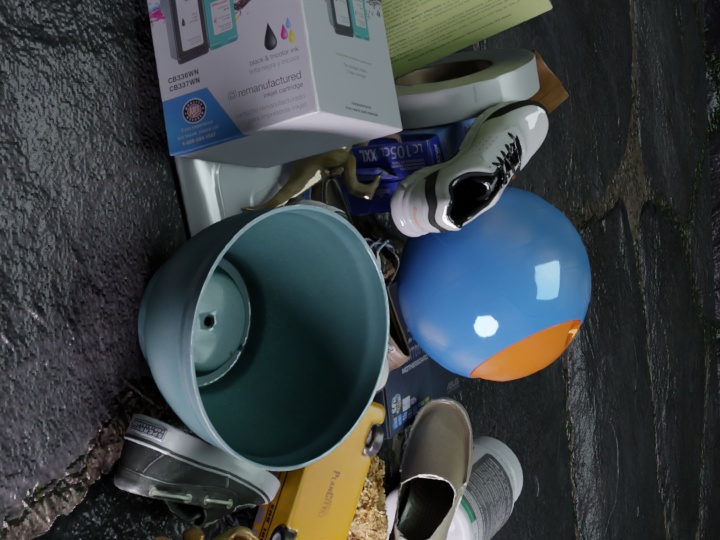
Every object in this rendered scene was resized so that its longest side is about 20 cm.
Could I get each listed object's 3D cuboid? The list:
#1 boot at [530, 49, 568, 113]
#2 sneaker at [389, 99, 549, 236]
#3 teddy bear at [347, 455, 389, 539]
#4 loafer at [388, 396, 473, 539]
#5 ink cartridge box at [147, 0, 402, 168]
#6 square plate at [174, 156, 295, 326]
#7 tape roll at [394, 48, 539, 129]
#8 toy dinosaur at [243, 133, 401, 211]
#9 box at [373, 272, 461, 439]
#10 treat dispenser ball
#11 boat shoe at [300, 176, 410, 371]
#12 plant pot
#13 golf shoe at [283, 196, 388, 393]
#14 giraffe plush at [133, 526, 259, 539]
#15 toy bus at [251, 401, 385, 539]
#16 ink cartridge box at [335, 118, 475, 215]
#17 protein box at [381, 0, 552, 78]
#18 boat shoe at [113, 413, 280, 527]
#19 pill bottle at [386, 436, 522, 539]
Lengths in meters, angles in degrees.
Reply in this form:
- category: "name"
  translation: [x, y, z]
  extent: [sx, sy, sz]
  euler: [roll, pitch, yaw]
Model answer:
- category: "boot"
  translation: [0.159, -0.150, 1.472]
  extent: [0.200, 0.069, 0.188]
  euler: [-43, 144, 2]
- category: "sneaker"
  translation: [0.122, -0.094, 1.193]
  extent: [0.200, 0.080, 0.074]
  euler: [-42, 117, -25]
- category: "teddy bear"
  translation: [0.004, 0.241, 1.193]
  extent: [0.145, 0.066, 0.202]
  euler: [-102, -169, -62]
- category: "loafer"
  translation: [0.076, 0.216, 1.289]
  extent: [0.068, 0.075, 0.201]
  euler: [96, 6, -60]
- category: "ink cartridge box"
  translation: [-0.074, -0.202, 1.030]
  extent: [0.146, 0.146, 0.202]
  euler: [0, 79, -61]
- category: "square plate"
  translation: [-0.091, -0.049, 1.145]
  extent: [0.200, 0.028, 0.200]
  euler: [-37, 120, -58]
- category: "tape roll"
  translation: [0.089, -0.193, 1.320]
  extent: [0.203, 0.201, 0.037]
  euler: [-42, 125, -56]
- category: "toy dinosaur"
  translation: [-0.028, -0.102, 1.157]
  extent: [0.201, 0.101, 0.058]
  euler: [-61, 178, -26]
- category: "box"
  translation: [0.046, 0.082, 1.381]
  extent: [0.200, 0.051, 0.159]
  euler: [-20, 105, -61]
- category: "treat dispenser ball"
  translation: [0.137, 0.013, 1.293]
  extent: [0.200, 0.199, 0.203]
  euler: [7, 82, -62]
- category: "boat shoe"
  translation: [0.000, 0.000, 1.187]
  extent: [0.072, 0.072, 0.202]
  euler: [-27, 101, -66]
- category: "plant pot"
  translation: [-0.092, 0.046, 0.992]
  extent: [0.199, 0.134, 0.202]
  euler: [-5, 98, -43]
- category: "golf shoe"
  translation: [-0.014, 0.030, 1.087]
  extent: [0.078, 0.094, 0.201]
  euler: [-44, 118, -34]
- category: "giraffe plush"
  translation: [-0.121, 0.276, 0.918]
  extent: [0.172, 0.199, 0.164]
  euler: [-6, 88, -38]
- category: "toy bus"
  translation: [-0.045, 0.203, 1.101]
  extent: [0.065, 0.078, 0.202]
  euler: [20, 84, -27]
- category: "ink cartridge box"
  translation: [0.041, -0.111, 1.290]
  extent: [0.200, 0.135, 0.077]
  euler: [-42, 124, -57]
- category: "protein box"
  translation: [0.055, -0.324, 1.234]
  extent: [0.200, 0.197, 0.136]
  euler: [43, 30, -54]
- category: "boat shoe"
  translation: [-0.134, 0.170, 1.012]
  extent: [0.200, 0.070, 0.064]
  euler: [39, 68, -56]
- category: "pill bottle"
  translation: [0.109, 0.263, 1.424]
  extent: [0.200, 0.112, 0.114]
  euler: [-23, 108, -61]
